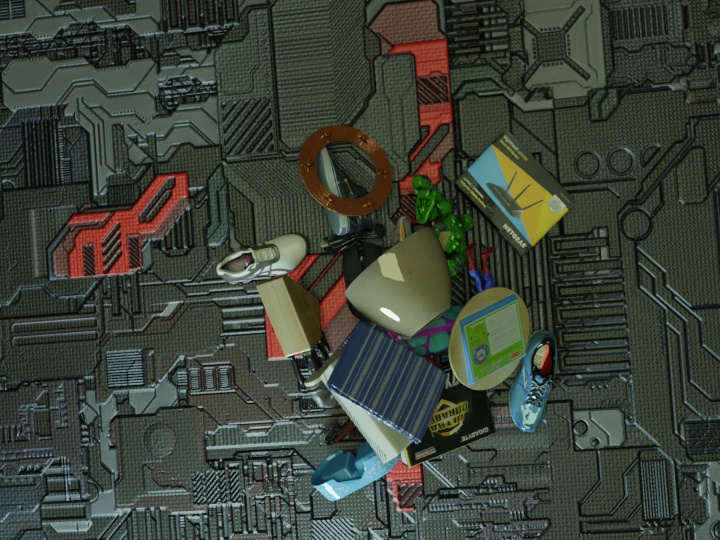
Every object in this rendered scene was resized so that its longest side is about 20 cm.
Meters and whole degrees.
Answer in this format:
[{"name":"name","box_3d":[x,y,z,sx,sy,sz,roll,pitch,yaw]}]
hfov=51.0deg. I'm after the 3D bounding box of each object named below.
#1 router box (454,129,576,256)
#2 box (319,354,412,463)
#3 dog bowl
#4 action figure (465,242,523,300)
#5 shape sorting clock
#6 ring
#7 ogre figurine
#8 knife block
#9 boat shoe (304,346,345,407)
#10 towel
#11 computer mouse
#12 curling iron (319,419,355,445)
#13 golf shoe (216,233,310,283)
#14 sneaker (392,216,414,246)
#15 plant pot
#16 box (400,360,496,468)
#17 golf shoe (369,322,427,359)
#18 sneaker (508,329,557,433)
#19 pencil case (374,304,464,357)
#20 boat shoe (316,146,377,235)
[{"name":"router box","box_3d":[0.304,-0.153,1.499,0.149,0.051,0.200,-44,85,2]},{"name":"box","box_3d":[0.020,0.242,1.378,0.081,0.069,0.201,-31,79,-34]},{"name":"dog bowl","box_3d":[-0.006,0.386,1.494,0.198,0.112,0.050,-31,101,14]},{"name":"action figure","box_3d":[0.263,0.031,1.482,0.064,0.098,0.204,19,131,42]},{"name":"shape sorting clock","box_3d":[0.247,0.131,1.447,0.196,0.039,0.205,-7,103,-30]},{"name":"ring","box_3d":[-0.026,-0.204,1.500,0.196,0.019,0.205,8,66,-18]},{"name":"ogre figurine","box_3d":[0.161,-0.085,1.472,0.098,0.119,0.201,-45,68,18]},{"name":"knife block","box_3d":[-0.126,0.126,1.481,0.063,0.200,0.179,-17,58,21]},{"name":"boat shoe","box_3d":[-0.037,0.196,1.480,0.066,0.199,0.058,-16,103,41]},{"name":"towel","box_3d":[0.050,0.198,1.352,0.198,0.024,0.147,32,63,-6]},{"name":"computer mouse","box_3d":[0.000,0.000,1.498,0.135,0.053,0.204,-14,68,2]},{"name":"curling iron","box_3d":[-0.004,0.291,1.522,0.199,0.049,0.026,-38,52,12]},{"name":"golf shoe","box_3d":[-0.198,-0.021,1.535,0.196,0.088,0.079,-20,86,4]},{"name":"sneaker","box_3d":[0.116,-0.011,1.513,0.075,0.078,0.205,-15,91,-8]},{"name":"plant pot","box_3d":[0.089,0.038,1.358,0.199,0.200,0.135,-38,81,4]},{"name":"box","box_3d":[0.155,0.269,1.469,0.196,0.049,0.164,-16,92,-19]},{"name":"golf shoe","box_3d":[0.088,0.162,1.520,0.096,0.078,0.203,-29,92,-12]},{"name":"sneaker","box_3d":[0.338,0.217,1.472,0.076,0.090,0.205,10,90,5]},{"name":"pencil case","box_3d":[0.123,0.126,1.457,0.196,0.092,0.087,-12,77,-26]},{"name":"boat shoe","box_3d":[-0.034,-0.167,1.534,0.089,0.071,0.204,-9,70,-26]}]
